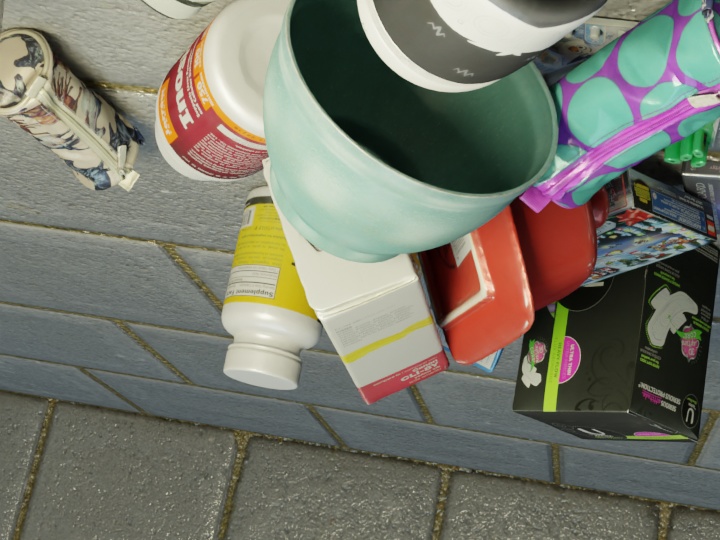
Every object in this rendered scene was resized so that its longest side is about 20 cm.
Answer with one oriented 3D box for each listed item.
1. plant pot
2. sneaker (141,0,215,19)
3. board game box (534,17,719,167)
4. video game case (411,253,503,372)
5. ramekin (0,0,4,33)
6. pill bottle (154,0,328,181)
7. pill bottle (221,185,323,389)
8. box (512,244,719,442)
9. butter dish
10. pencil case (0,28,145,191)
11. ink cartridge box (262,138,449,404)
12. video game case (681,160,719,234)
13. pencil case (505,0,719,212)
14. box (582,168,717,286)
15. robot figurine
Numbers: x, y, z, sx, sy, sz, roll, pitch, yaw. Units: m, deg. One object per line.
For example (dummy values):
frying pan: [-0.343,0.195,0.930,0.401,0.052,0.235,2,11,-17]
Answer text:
plant pot: [0.015,-0.090,0.918,0.199,0.201,0.134,17,138,-20]
sneaker: [-0.137,-0.233,0.870,0.115,0.076,0.200,-12,161,36]
board game box: [0.179,-0.136,1.037,0.198,0.026,0.200,8,164,12]
video game case: [0.052,-0.005,1.213,0.199,0.018,0.144,27,132,11]
ramekin: [-0.292,-0.195,0.862,0.097,0.202,0.201,5,165,-3]
pill bottle: [-0.097,-0.135,1.070,0.112,0.114,0.200,17,163,-20]
pill bottle: [-0.087,0.020,1.442,0.110,0.202,0.111,10,165,3]
box: [0.255,0.059,1.339,0.124,0.202,0.148,24,159,-39]
butter dish: [0.129,-0.043,1.076,0.147,0.202,0.199,-12,169,-15]
pencil case: [-0.271,-0.143,1.227,0.089,0.078,0.200,27,171,24]
ink cartridge box: [0.000,0.000,1.076,0.083,0.146,0.200,-22,155,1]
video game case: [0.388,-0.057,1.181,0.198,0.019,0.143,7,163,20]
pencil case: [0.190,-0.115,0.906,0.085,0.093,0.200,33,141,-21]
box: [0.197,-0.027,1.204,0.136,0.040,0.199,15,152,-43]
robot figurine: [0.074,-0.181,0.781,0.150,0.125,0.200,39,158,-9]
